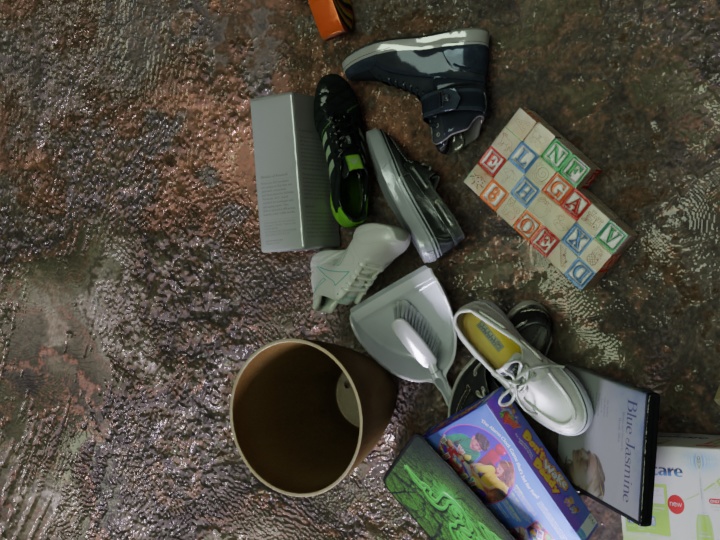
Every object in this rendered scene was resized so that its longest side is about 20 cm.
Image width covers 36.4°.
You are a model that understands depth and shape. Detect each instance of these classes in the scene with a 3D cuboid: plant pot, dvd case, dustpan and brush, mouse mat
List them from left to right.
[{"bbox_3d":[-0.034,0.172,1.388,0.184,0.199,0.189,1,92,28],"label":"plant pot"},{"bbox_3d":[0.087,0.111,1.399,0.139,0.057,0.201,-30,108,26],"label":"dustpan and brush"},{"bbox_3d":[0.113,0.308,1.372,0.200,0.007,0.162,46,146,15],"label":"mouse mat"},{"bbox_3d":[0.279,0.194,1.253,0.017,0.200,0.145,2,94,-17],"label":"dvd case"}]

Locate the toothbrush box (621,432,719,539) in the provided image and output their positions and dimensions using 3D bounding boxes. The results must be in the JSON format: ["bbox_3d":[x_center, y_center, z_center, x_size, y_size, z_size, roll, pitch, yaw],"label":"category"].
[{"bbox_3d":[0.375,0.290,1.224,0.145,0.085,0.203,-5,89,47],"label":"toothbrush box"}]

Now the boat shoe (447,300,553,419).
[{"bbox_3d":[0.172,0.132,1.347,0.073,0.060,0.201,32,106,-10],"label":"boat shoe"}]

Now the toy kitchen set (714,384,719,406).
[{"bbox_3d":[0.532,0.115,1.175,0.163,0.181,0.199,42,154,-18],"label":"toy kitchen set"}]

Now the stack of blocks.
[{"bbox_3d":[0.236,-0.086,1.315,0.200,0.058,0.116,45,110,19],"label":"stack of blocks"}]

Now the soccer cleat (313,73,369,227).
[{"bbox_3d":[-0.017,-0.156,1.423,0.067,0.081,0.203,-10,96,-15],"label":"soccer cleat"}]

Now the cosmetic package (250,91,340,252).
[{"bbox_3d":[-0.086,-0.128,1.458,0.070,0.101,0.203,-4,90,28],"label":"cosmetic package"}]

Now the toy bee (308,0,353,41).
[{"bbox_3d":[-0.052,-0.413,1.440,0.129,0.109,0.203,5,119,19],"label":"toy bee"}]

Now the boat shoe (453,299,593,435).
[{"bbox_3d":[0.181,0.114,1.261,0.075,0.086,0.202,-47,73,22],"label":"boat shoe"}]

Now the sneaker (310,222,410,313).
[{"bbox_3d":[0.000,0.000,1.399,0.200,0.070,0.081,-32,46,52],"label":"sneaker"}]

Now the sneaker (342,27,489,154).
[{"bbox_3d":[0.069,-0.218,1.386,0.200,0.077,0.149,-4,88,26],"label":"sneaker"}]

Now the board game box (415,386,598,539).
[{"bbox_3d":[0.175,0.258,1.327,0.134,0.045,0.201,-37,87,41],"label":"board game box"}]

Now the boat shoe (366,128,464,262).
[{"bbox_3d":[0.070,-0.103,1.400,0.070,0.072,0.202,-24,68,-5],"label":"boat shoe"}]
